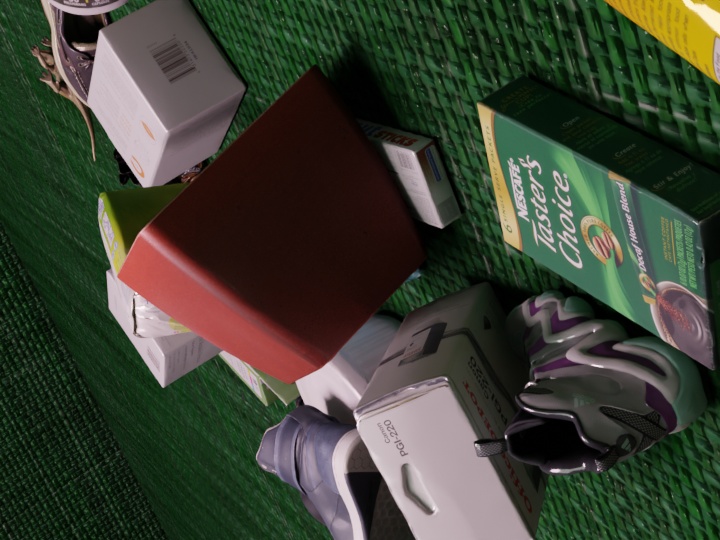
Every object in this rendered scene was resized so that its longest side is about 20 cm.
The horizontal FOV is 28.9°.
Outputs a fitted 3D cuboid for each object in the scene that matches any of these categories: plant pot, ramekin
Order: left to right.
[{"bbox_3d":[-0.063,-0.017,1.164,0.176,0.200,0.200,45,162,-4],"label":"plant pot"},{"bbox_3d":[0.025,0.135,1.377,0.202,0.094,0.203,49,159,26],"label":"ramekin"}]

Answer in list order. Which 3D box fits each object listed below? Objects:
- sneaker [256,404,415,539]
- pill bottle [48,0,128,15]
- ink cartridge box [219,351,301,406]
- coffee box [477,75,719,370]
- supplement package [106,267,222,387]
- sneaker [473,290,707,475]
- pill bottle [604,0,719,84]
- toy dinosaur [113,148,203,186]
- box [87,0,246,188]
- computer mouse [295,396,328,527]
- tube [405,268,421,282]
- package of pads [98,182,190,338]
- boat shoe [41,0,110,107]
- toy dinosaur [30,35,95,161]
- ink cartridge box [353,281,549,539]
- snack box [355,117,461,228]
[{"bbox_3d":[-0.023,0.221,1.346,0.146,0.077,0.203,16,127,45],"label":"sneaker"},{"bbox_3d":[-0.270,-0.348,1.328,0.111,0.111,0.200,49,159,24],"label":"pill bottle"},{"bbox_3d":[-0.094,0.082,1.570,0.200,0.104,0.059,41,155,38],"label":"ink cartridge box"},{"bbox_3d":[0.157,-0.033,0.875,0.200,0.044,0.123,38,153,44],"label":"coffee box"},{"bbox_3d":[-0.149,0.012,1.452,0.110,0.200,0.114,54,161,13],"label":"supplement package"},{"bbox_3d":[0.128,0.087,0.982,0.200,0.140,0.078,19,138,60],"label":"sneaker"},{"bbox_3d":[0.156,-0.150,0.598,0.200,0.113,0.113,46,158,32],"label":"pill bottle"},{"bbox_3d":[-0.231,-0.117,1.631,0.200,0.102,0.136,26,167,18],"label":"toy dinosaur"},{"bbox_3d":[-0.205,-0.181,1.447,0.125,0.097,0.200,56,160,4],"label":"box"},{"bbox_3d":[-0.023,0.218,1.484,0.138,0.053,0.200,32,-158,-15],"label":"computer mouse"},{"bbox_3d":[0.000,0.000,1.313,0.077,0.050,0.200,53,155,2],"label":"tube"},{"bbox_3d":[-0.135,-0.017,1.319,0.155,0.200,0.068,-116,25,-43],"label":"package of pads"},{"bbox_3d":[-0.324,-0.272,1.641,0.065,0.072,0.200,41,149,51],"label":"boat shoe"},{"bbox_3d":[-0.391,-0.252,1.883,0.200,0.058,0.101,57,177,26],"label":"toy dinosaur"},{"bbox_3d":[0.080,0.115,1.074,0.146,0.085,0.200,62,-157,-12],"label":"ink cartridge box"},{"bbox_3d":[0.011,-0.089,1.173,0.200,0.024,0.072,25,144,57],"label":"snack box"}]
